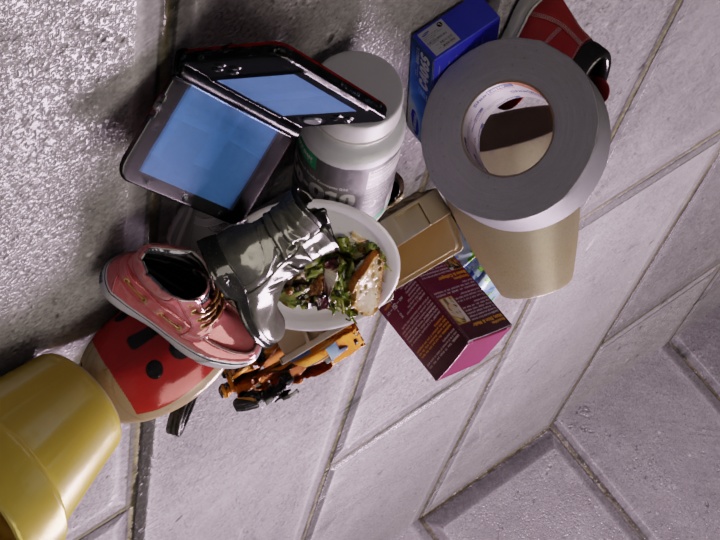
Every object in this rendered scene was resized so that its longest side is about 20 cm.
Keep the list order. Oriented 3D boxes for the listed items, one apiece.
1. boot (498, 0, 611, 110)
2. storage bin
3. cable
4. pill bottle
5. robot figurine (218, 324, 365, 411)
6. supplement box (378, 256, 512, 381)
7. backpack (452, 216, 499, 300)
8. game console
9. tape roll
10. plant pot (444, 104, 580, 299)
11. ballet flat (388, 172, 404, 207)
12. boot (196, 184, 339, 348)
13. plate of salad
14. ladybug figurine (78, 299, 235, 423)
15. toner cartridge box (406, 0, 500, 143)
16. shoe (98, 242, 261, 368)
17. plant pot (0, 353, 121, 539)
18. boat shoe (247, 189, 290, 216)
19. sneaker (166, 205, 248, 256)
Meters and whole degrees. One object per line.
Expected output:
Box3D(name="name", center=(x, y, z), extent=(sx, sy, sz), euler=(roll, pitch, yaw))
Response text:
Box3D(name="boot", center=(0.224, -0.224, 1.812), extent=(0.072, 0.145, 0.201), euler=(-32, 162, -27))
Box3D(name="storage bin", center=(0.000, 0.000, 1.829), extent=(0.198, 0.094, 0.200), euler=(-31, -179, 33))
Box3D(name="cable", center=(-0.190, 0.093, 1.764), extent=(0.097, 0.050, 0.202), euler=(114, -1, -78))
Box3D(name="pill bottle", center=(-0.012, -0.135, 1.611), extent=(0.113, 0.113, 0.201), euler=(-32, 159, -21))
Box3D(name="robot figurine", center=(-0.099, 0.107, 1.991), extent=(0.199, 0.145, 0.059), euler=(-27, 118, -4))
Box3D(name="supplement box", center=(0.093, 0.037, 2.056), extent=(0.110, 0.200, 0.086), euler=(-16, 151, -51))
Box3D(name="backpack", center=(0.148, -0.003, 2.201), extent=(0.199, 0.155, 0.163), euler=(-33, 171, 21))
Box3D(name="game console", center=(-0.094, -0.122, 1.415), extent=(0.171, 0.120, 0.199), euler=(0, 169, 31))
Box3D(name="tape roll", center=(0.167, -0.146, 1.655), extent=(0.200, 0.201, 0.066), euler=(-43, 160, 11))
Box3D(name="plant pot", center=(0.191, -0.075, 1.844), extent=(0.185, 0.202, 0.188), euler=(-14, -164, 4))
Box3D(name="ballet flat", center=(0.014, -0.099, 1.840), extent=(0.067, 0.046, 0.200), euler=(-41, 161, 5))
Box3D(name="boot", center=(-0.076, 0.001, 1.564), extent=(0.130, 0.068, 0.200), euler=(-27, 148, 1))
Box3D(name="plate of salad", center=(-0.055, 0.004, 1.659), extent=(0.198, 0.048, 0.201), euler=(0, 135, 0))
Box3D(name="ladybug figurine", center=(-0.223, 0.084, 1.671), extent=(0.199, 0.136, 0.072), euler=(-34, 152, -12))
Box3D(name="toner cartridge box", center=(0.103, -0.223, 1.737), extent=(0.095, 0.043, 0.200), euler=(-33, 160, -14))
Box3D(name="shoe", center=(-0.170, 0.038, 1.589), extent=(0.091, 0.199, 0.072), euler=(-20, -135, 52))
Box3D(name="plant pot", center=(-0.356, 0.194, 1.598), extent=(0.189, 0.200, 0.201), euler=(-43, 167, -38))
Box3D(name="boat shoe", center=(-0.093, -0.038, 1.744), extent=(0.199, 0.072, 0.066), euler=(-26, 161, -34))
Box3D(name="sneaker", center=(-0.134, -0.068, 1.574), extent=(0.074, 0.082, 0.201), euler=(-25, 156, -36))
